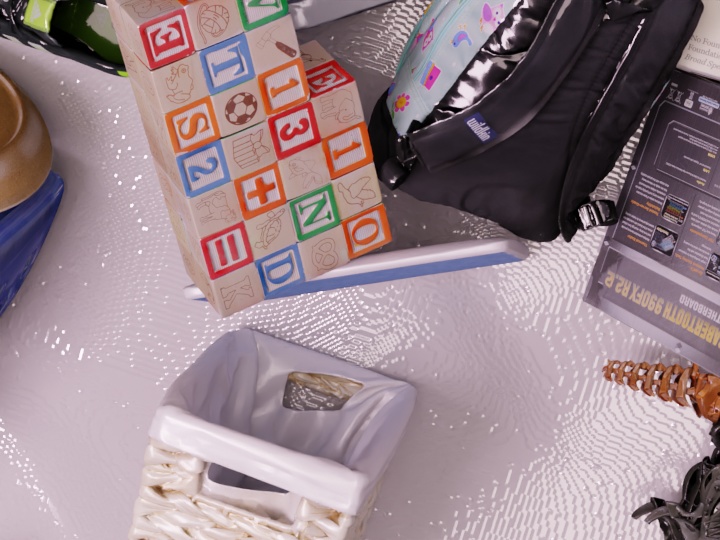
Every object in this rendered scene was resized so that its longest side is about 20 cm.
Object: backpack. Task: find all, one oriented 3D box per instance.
[{"bbox_3d":[0.106,-0.129,1.411,0.166,0.127,0.200,14,123,-33],"label":"backpack"}]

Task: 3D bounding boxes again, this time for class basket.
[{"bbox_3d":[-0.056,0.131,1.457,0.135,0.200,0.124,19,106,6],"label":"basket"}]

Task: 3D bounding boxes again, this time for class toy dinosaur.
[{"bbox_3d":[0.240,0.120,1.476,0.199,0.102,0.136,31,86,22],"label":"toy dinosaur"}]

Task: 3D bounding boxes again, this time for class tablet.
[{"bbox_3d":[0.000,0.000,1.462,0.199,0.130,0.014,-9,86,9],"label":"tablet"}]

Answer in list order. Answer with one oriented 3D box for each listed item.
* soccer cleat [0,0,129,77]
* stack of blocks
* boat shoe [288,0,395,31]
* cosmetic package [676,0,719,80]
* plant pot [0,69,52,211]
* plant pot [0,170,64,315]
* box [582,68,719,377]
[{"bbox_3d":[-0.207,-0.171,1.496,0.199,0.081,0.068,19,100,6],"label":"soccer cleat"},{"bbox_3d":[-0.062,-0.087,1.356,0.115,0.059,0.201,-25,126,-14],"label":"stack of blocks"},{"bbox_3d":[-0.006,-0.203,1.465,0.201,0.075,0.087,-18,95,8],"label":"boat shoe"},{"bbox_3d":[0.262,-0.206,1.425,0.105,0.071,0.201,16,99,5],"label":"cosmetic package"},{"bbox_3d":[-0.285,-0.097,1.459,0.199,0.200,0.028,21,124,5],"label":"plant pot"},{"bbox_3d":[-0.323,0.014,1.478,0.199,0.200,0.181,22,115,5],"label":"plant pot"},{"bbox_3d":[0.229,-0.019,1.400,0.048,0.200,0.159,12,101,-34],"label":"box"}]
